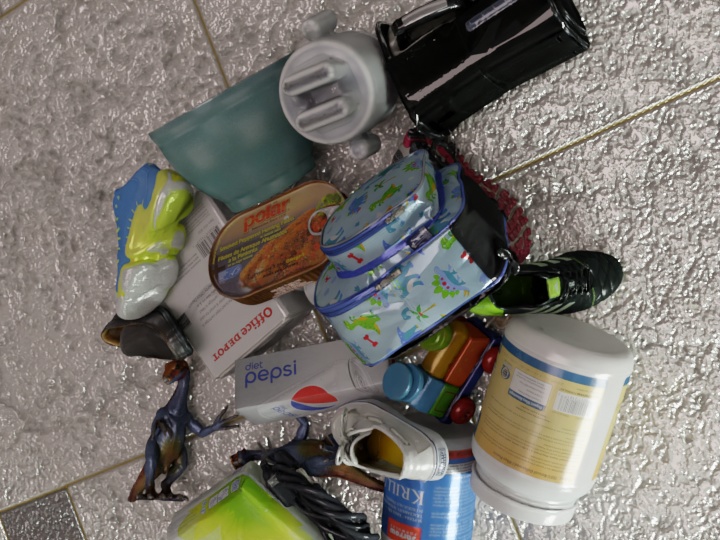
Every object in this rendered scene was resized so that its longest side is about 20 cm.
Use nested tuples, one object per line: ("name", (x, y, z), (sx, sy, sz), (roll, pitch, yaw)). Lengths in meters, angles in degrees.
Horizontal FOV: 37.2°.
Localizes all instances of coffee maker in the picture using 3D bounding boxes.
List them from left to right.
("coffee maker", (0.144, -0.235, 1.168), (0.199, 0.135, 0.193), (-27, 95, 25))

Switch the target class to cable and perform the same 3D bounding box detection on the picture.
("cable", (-0.031, 0.292, 1.275), (0.162, 0.051, 0.201), (16, 147, 48))

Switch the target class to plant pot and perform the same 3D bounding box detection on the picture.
("plant pot", (-0.134, -0.154, 1.279), (0.199, 0.200, 0.135), (-23, 103, 26))

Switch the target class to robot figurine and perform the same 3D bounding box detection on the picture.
("robot figurine", (-0.019, -0.207, 1.197), (0.112, 0.200, 0.171), (-14, 101, 22))

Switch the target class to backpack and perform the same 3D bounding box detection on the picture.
("backpack", (0.040, -0.017, 1.095), (0.200, 0.183, 0.147), (-40, 105, 17))

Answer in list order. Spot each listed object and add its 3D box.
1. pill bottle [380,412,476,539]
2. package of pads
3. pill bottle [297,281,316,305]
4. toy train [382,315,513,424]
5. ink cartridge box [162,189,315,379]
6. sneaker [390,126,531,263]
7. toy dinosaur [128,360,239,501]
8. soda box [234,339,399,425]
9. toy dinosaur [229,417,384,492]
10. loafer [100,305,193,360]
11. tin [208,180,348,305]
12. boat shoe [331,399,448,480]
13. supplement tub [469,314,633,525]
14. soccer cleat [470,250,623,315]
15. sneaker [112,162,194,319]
("pill bottle", (0.081, 0.280, 1.268), (0.111, 0.112, 0.202), (7, 99, 24))
("package of pads", (-0.131, 0.353, 1.363), (0.154, 0.068, 0.200), (-36, 109, 23))
("pill bottle", (0.000, 0.000, 1.270), (0.198, 0.111, 0.112), (13, 102, 23))
("toy train", (0.111, 0.074, 1.216), (0.085, 0.115, 0.201), (39, 103, 40))
("ink cartridge box", (-0.172, 0.013, 1.368), (0.147, 0.083, 0.201), (-39, 79, 25))
("sneaker", (0.116, -0.076, 1.231), (0.200, 0.080, 0.075), (48, 130, 19))
("toy dinosaur", (-0.268, 0.214, 1.434), (0.199, 0.105, 0.184), (-11, 72, 37))
("soda box", (-0.052, 0.133, 1.303), (0.198, 0.064, 0.069), (-11, 62, 13))
("toy dinosaur", (-0.078, 0.246, 1.357), (0.181, 0.105, 0.201), (-32, 93, 43))
("loafer", (-0.275, 0.089, 1.380), (0.199, 0.072, 0.073), (9, 130, 61))
("tin", (-0.089, -0.031, 1.240), (0.199, 0.042, 0.113), (-21, 64, 26))
("boat shoe", (0.006, 0.195, 1.200), (0.201, 0.085, 0.075), (17, 103, 55))
("supplement tub", (0.205, 0.160, 1.177), (0.144, 0.144, 0.202), (21, 105, 21))
("soccer cleat", (0.204, 0.018, 1.144), (0.081, 0.198, 0.068), (-179, 82, -70))
("sneaker", (-0.271, -0.043, 1.335), (0.105, 0.075, 0.201), (41, 113, 37))
